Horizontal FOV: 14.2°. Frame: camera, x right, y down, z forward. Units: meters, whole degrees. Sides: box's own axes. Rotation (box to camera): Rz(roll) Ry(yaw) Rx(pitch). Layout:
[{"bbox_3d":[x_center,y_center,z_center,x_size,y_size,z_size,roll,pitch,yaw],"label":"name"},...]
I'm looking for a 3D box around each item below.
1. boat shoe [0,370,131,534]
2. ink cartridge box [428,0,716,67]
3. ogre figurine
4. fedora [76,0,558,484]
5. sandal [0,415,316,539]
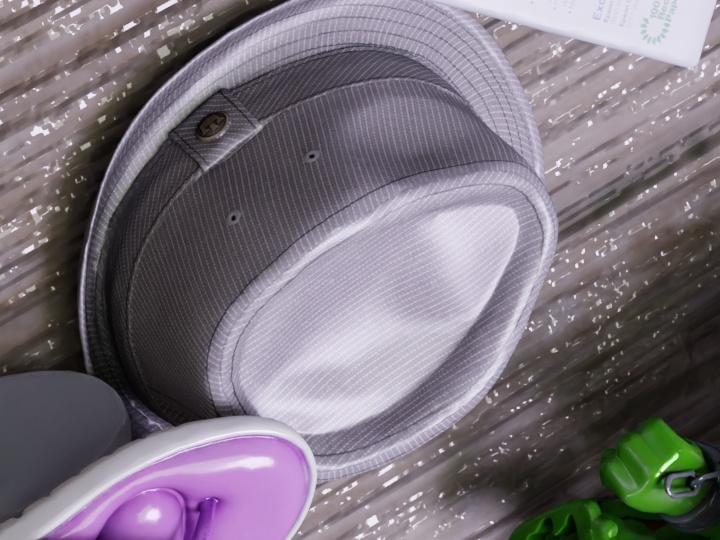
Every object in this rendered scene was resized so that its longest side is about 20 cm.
[{"bbox_3d":[-0.162,0.108,0.980,0.200,0.070,0.066,-34,137,-17],"label":"boat shoe"},{"bbox_3d":[0.059,-0.187,1.004,0.199,0.041,0.200,12,99,-30],"label":"ink cartridge box"},{"bbox_3d":[0.106,0.127,1.107,0.120,0.098,0.201,-8,119,-37],"label":"ogre figurine"},{"bbox_3d":[0.000,0.000,1.010,0.200,0.090,0.177,-32,120,-15],"label":"fedora"},{"bbox_3d":[-0.099,0.117,0.949,0.202,0.050,0.083,-26,134,-10],"label":"sandal"}]
